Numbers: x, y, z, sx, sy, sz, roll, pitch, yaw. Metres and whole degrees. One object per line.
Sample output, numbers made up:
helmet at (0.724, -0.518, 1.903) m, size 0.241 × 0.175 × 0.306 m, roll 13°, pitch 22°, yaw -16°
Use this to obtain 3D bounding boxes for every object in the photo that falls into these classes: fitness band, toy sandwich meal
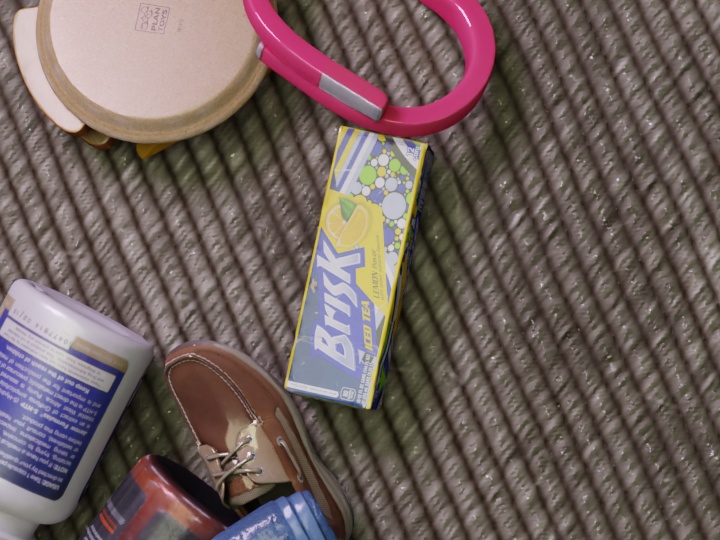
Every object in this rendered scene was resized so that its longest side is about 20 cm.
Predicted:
fitness band at (0.005, -0.181, 1.619) m, size 0.199 × 0.037 × 0.144 m, roll 35°, pitch 59°, yaw 7°
toy sandwich meal at (-0.158, -0.175, 1.659) m, size 0.203 × 0.070 × 0.207 m, roll -1°, pitch 76°, yaw 3°

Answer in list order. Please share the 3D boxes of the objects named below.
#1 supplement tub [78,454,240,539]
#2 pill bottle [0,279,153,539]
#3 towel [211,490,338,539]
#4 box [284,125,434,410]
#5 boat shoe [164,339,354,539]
supplement tub at (-0.176, 0.242, 1.609) m, size 0.107 × 0.107 × 0.200 m, roll 38°, pitch 92°, yaw 9°
pill bottle at (-0.248, 0.120, 1.621) m, size 0.119 × 0.120 × 0.201 m, roll 27°, pitch 90°, yaw 9°
towel at (-0.099, 0.245, 1.546) m, size 0.199 × 0.049 × 0.112 m, roll -29°, pitch 114°, yaw -4°
box at (0.000, 0.000, 1.623) m, size 0.070 × 0.064 × 0.202 m, roll 12°, pitch 87°, yaw 9°
boat shoe at (-0.075, 0.138, 1.584) m, size 0.075 × 0.072 × 0.200 m, roll -30°, pitch 106°, yaw 28°
